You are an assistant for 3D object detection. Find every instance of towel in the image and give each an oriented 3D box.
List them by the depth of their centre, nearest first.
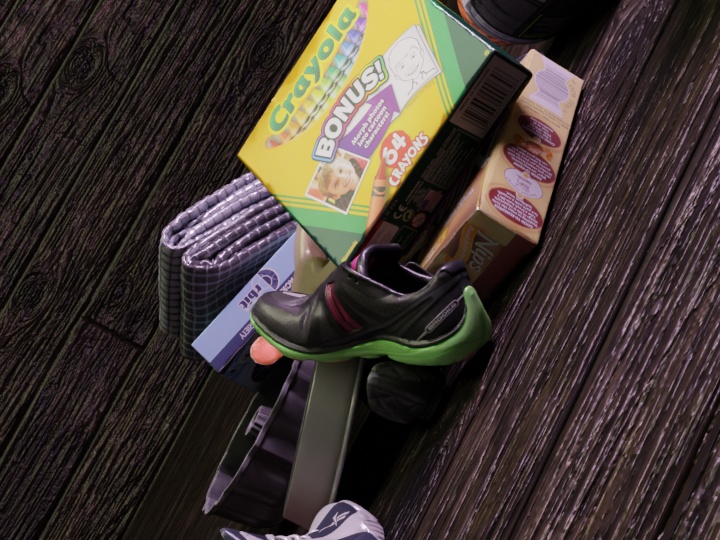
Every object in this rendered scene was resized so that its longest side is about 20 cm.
[{"bbox_3d":[-0.112,-0.011,1.346,0.200,0.086,0.166,-33,-28,-27],"label":"towel"}]

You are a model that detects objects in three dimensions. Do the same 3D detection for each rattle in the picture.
[{"bbox_3d":[0.000,0.000,1.144,0.130,0.143,0.201,37,115,45],"label":"rattle"}]

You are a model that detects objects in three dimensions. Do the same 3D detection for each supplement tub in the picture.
[{"bbox_3d":[0.161,-0.278,1.165,0.123,0.122,0.200,-63,8,-15],"label":"supplement tub"}]

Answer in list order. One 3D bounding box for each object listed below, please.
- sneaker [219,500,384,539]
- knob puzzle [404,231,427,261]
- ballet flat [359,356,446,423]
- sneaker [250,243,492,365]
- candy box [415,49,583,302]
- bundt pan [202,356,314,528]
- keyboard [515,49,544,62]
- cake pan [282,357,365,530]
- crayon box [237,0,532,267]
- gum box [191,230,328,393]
[{"bbox_3d":[-0.060,0.195,0.861,0.080,0.129,0.199,-56,9,27],"label":"sneaker"},{"bbox_3d":[0.030,-0.030,1.236,0.219,0.030,0.220,-39,6,5],"label":"knob puzzle"},{"bbox_3d":[0.022,0.079,1.013,0.067,0.057,0.200,-65,7,-5],"label":"ballet flat"},{"bbox_3d":[0.005,0.021,0.940,0.199,0.084,0.077,-2,13,35],"label":"sneaker"},{"bbox_3d":[0.105,-0.066,1.005,0.116,0.055,0.200,-53,10,46],"label":"candy box"},{"bbox_3d":[-0.072,0.162,1.262,0.202,0.076,0.202,-60,8,14],"label":"bundt pan"},{"bbox_3d":[0.092,-0.117,1.156,0.127,0.021,0.200,-31,-15,-20],"label":"keyboard"},{"bbox_3d":[-0.028,0.120,1.062,0.200,0.037,0.201,-168,90,-88],"label":"cake pan"},{"bbox_3d":[0.012,-0.119,1.016,0.200,0.058,0.173,-55,49,14],"label":"crayon box"},{"bbox_3d":[-0.075,0.046,1.345,0.170,0.045,0.200,-47,-16,-2],"label":"gum box"}]
